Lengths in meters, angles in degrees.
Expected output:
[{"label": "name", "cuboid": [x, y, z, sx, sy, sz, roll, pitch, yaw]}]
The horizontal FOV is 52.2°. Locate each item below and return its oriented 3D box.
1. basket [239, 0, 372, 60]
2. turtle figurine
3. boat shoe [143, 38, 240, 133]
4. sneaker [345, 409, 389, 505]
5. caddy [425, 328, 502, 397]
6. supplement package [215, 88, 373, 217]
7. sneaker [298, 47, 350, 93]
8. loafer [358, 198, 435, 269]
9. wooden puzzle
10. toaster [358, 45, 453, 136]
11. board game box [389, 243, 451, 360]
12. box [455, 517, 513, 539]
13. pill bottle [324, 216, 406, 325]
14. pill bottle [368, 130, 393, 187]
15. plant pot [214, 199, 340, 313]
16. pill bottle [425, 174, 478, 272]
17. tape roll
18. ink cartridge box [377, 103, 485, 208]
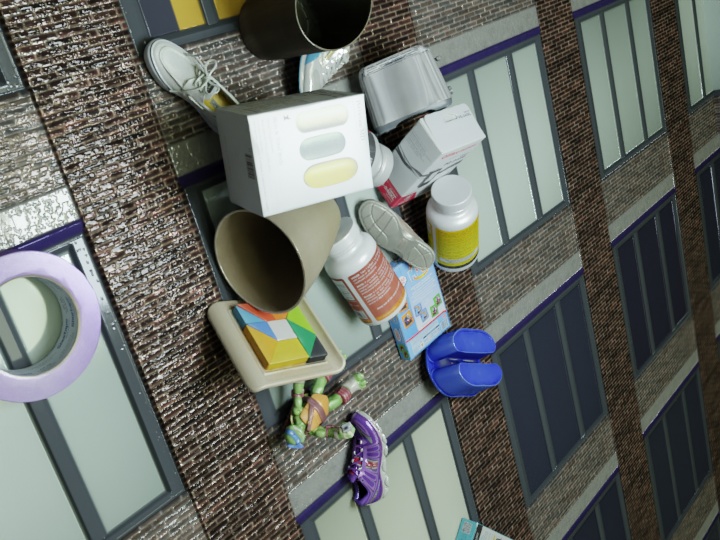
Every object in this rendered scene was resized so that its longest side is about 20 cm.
[{"label": "basket", "cuboid": [-0.106, -0.427, 1.232, 0.181, 0.197, 0.138, -48, 121, -31]}, {"label": "turtle figurine", "cuboid": [-0.055, 0.228, 1.342, 0.194, 0.142, 0.203, -50, 159, -47]}, {"label": "boat shoe", "cuboid": [-0.252, -0.293, 1.177, 0.202, 0.085, 0.076, 46, 62, -35]}, {"label": "sneaker", "cuboid": [0.007, 0.381, 1.475, 0.082, 0.080, 0.205, -17, 105, -35]}, {"label": "caddy", "cuboid": [0.228, 0.210, 1.660, 0.197, 0.104, 0.145, 9, 63, -43]}, {"label": "supplement package", "cuboid": [-0.105, -0.194, 1.168, 0.196, 0.150, 0.155, -17, 112, -26]}, {"label": "sneaker", "cuboid": [-0.063, -0.392, 1.343, 0.079, 0.077, 0.205, 15, 80, 2]}, {"label": "loafer", "cuboid": [0.070, -0.078, 1.514, 0.199, 0.063, 0.072, 39, 106, -18]}, {"label": "wooden puzzle", "cuboid": [-0.141, 0.112, 1.261, 0.197, 0.186, 0.038, -8, 141, -41]}, {"label": "toaster", "cuboid": [0.077, -0.351, 1.442, 0.114, 0.196, 0.132, -69, 138, -81]}, {"label": "board game box", "cuboid": [0.117, 0.066, 1.587, 0.150, 0.036, 0.204, -33, 115, -38]}, {"label": "box", "cuboid": [0.308, 0.676, 1.798, 0.199, 0.049, 0.084, 37, 68, -39]}, {"label": "pill bottle", "cuboid": [0.000, 0.000, 1.419, 0.113, 0.111, 0.201, -52, 125, -28]}, {"label": "pill bottle", "cuboid": [-0.032, -0.223, 1.376, 0.198, 0.109, 0.114, 16, 82, -43]}, {"label": "plant pot", "cuboid": [-0.120, -0.060, 1.273, 0.200, 0.184, 0.191, -45, 122, -47]}, {"label": "pill bottle", "cuboid": [0.195, -0.100, 1.553, 0.113, 0.111, 0.202, -53, 152, -28]}, {"label": "tape roll", "cuboid": [-0.464, 0.074, 1.010, 0.197, 0.065, 0.206, -3, 94, -44]}, {"label": "ink cartridge box", "cuboid": [0.134, -0.228, 1.468, 0.144, 0.200, 0.084, -26, 79, -38]}]
